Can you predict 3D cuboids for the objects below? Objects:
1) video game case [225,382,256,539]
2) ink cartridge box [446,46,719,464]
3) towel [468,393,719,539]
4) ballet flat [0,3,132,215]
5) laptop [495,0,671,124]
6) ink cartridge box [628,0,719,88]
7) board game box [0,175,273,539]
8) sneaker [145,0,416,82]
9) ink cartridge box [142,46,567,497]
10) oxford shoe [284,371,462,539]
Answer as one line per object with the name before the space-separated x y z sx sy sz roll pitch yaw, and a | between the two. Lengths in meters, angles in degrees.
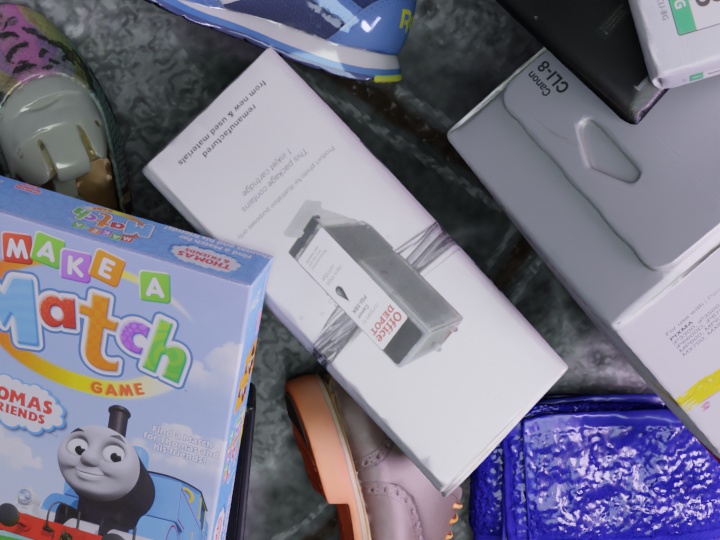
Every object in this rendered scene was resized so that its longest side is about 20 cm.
video game case | -0.148 0.140 1.208 0.179 0.026 0.201 4 119 -5
ink cartridge box | 0.164 -0.023 1.144 0.144 0.146 0.200 -41 144 3
towel | 0.129 0.162 1.278 0.146 0.050 0.202 -1 104 -8
ballet flat | -0.140 -0.031 1.178 0.069 0.071 0.202 -18 105 -10
laptop | 0.117 -0.198 1.121 0.200 0.116 0.187 43 94 7
ink cartridge box | 0.198 -0.182 1.028 0.198 0.050 0.162 -16 86 9
board game box | -0.128 0.066 1.109 0.150 0.037 0.201 16 118 10
sneaker | -0.061 -0.155 1.163 0.199 0.074 0.083 19 98 -20
ink cartridge box | 0.000 0.000 1.143 0.083 0.147 0.200 -43 90 1
oxford shoe | 0.025 0.140 1.247 0.072 0.071 0.202 -20 105 -9
